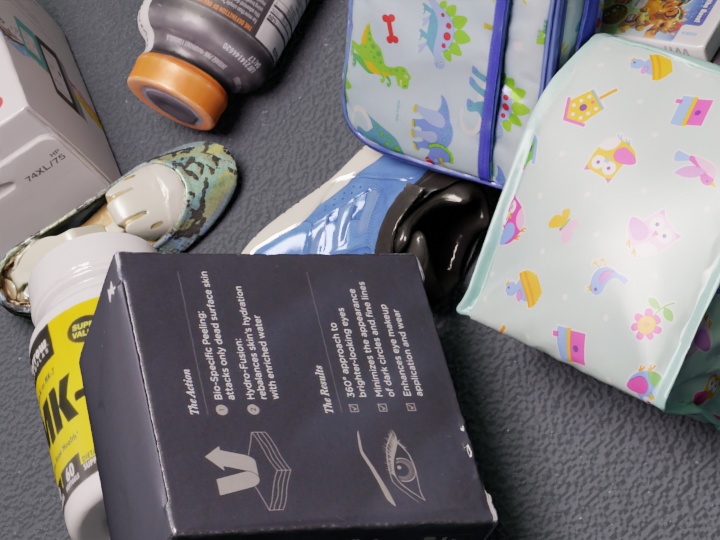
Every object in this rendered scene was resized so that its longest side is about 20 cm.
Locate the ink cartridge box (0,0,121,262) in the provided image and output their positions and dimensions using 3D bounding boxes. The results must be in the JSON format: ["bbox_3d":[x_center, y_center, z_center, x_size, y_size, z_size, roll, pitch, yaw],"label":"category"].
[{"bbox_3d":[-0.288,-0.112,1.552,0.146,0.146,0.200,-32,52,9],"label":"ink cartridge box"}]

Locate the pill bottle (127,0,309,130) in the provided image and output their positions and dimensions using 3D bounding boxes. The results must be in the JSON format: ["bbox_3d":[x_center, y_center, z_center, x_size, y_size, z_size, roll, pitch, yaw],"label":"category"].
[{"bbox_3d":[-0.092,-0.202,1.518,0.106,0.106,0.201,17,73,35],"label":"pill bottle"}]

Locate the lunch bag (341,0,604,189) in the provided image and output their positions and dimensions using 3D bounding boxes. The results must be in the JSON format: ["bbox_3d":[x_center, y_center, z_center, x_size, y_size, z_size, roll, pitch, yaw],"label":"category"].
[{"bbox_3d":[0.071,-0.158,1.312,0.160,0.201,0.082,23,33,26],"label":"lunch bag"}]

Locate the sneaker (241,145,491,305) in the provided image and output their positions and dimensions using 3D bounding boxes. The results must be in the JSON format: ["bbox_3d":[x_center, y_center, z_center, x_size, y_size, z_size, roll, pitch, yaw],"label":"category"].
[{"bbox_3d":[-0.001,-0.001,1.372,0.200,0.077,0.111,-43,42,-7],"label":"sneaker"}]

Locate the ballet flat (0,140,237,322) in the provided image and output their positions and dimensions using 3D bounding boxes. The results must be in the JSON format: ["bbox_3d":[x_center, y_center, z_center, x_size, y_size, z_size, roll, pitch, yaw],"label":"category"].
[{"bbox_3d":[-0.177,-0.026,1.489,0.200,0.074,0.074,-36,52,10],"label":"ballet flat"}]

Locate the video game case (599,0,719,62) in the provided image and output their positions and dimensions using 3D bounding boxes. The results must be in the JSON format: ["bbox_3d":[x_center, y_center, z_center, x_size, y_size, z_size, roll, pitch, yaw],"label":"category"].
[{"bbox_3d":[0.163,-0.199,1.362,0.199,0.018,0.143,13,55,35],"label":"video game case"}]

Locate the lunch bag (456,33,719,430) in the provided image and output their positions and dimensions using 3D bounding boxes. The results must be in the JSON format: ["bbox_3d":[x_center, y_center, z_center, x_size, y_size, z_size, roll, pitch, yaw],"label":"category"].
[{"bbox_3d":[0.176,-0.030,1.249,0.170,0.122,0.201,24,93,37],"label":"lunch bag"}]

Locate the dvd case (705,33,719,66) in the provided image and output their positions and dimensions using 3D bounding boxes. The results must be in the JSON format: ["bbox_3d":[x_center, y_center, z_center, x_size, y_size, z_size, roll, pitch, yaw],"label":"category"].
[{"bbox_3d":[0.262,-0.180,1.324,0.148,0.016,0.200,-31,42,-8],"label":"dvd case"}]

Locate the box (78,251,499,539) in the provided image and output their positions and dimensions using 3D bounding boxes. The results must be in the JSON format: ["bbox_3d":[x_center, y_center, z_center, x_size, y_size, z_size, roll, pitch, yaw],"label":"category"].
[{"bbox_3d":[-0.049,0.099,1.258,0.118,0.199,0.197,117,147,-47],"label":"box"}]

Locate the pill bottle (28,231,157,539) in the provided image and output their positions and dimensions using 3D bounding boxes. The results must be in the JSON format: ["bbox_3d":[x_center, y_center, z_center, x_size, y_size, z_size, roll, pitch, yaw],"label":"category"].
[{"bbox_3d":[-0.156,0.080,1.392,0.114,0.114,0.201,-29,53,12],"label":"pill bottle"}]
